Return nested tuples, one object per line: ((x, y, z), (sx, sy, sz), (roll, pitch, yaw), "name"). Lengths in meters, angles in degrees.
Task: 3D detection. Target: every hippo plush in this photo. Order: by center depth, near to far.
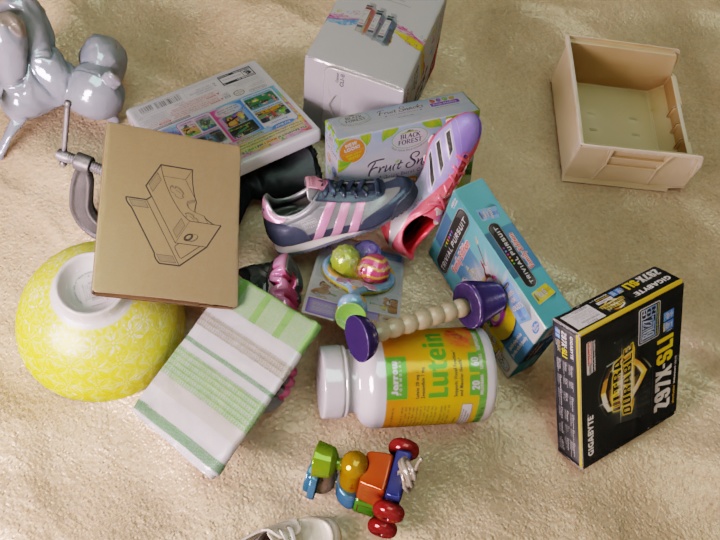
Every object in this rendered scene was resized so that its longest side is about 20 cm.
((-0.388, -0.263, 1.071), (0.158, 0.160, 0.203), (6, 60, -5), "hippo plush")

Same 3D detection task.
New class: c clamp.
((-0.282, -0.089, 0.996), (0.198, 0.172, 0.027), (24, 36, -2), "c clamp")

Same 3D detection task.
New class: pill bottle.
((0.050, 0.125, 0.961), (0.197, 0.111, 0.113), (-2, 62, -10), "pill bottle")

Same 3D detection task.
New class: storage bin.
((0.393, -0.231, 1.221), (0.195, 0.094, 0.203), (5, 61, -7), "storage bin")

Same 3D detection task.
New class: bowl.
((-0.304, 0.040, 0.951), (0.197, 0.108, 0.203), (4, 62, -7), "bowl")

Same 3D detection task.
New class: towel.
((-0.149, 0.115, 0.928), (0.148, 0.031, 0.201), (28, 74, 32), "towel")

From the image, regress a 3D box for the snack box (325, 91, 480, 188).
((0.053, -0.147, 1.088), (0.197, 0.144, 0.053), (-15, 44, -17), "snack box")

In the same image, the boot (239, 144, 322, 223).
((-0.131, -0.106, 1.075), (0.165, 0.077, 0.202), (-5, 57, -8), "boot")

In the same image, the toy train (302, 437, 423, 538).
((-0.001, 0.207, 0.861), (0.114, 0.201, 0.086), (15, 60, 4), "toy train")

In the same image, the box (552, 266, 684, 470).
((0.303, 0.115, 0.966), (0.158, 0.202, 0.049), (-24, 33, -22), "box")

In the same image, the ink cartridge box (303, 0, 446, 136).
((0.019, -0.290, 1.155), (0.143, 0.146, 0.202), (20, 60, 7), "ink cartridge box")

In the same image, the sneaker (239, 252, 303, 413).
((-0.125, 0.076, 0.993), (0.094, 0.079, 0.203), (-4, 59, 13), "sneaker")

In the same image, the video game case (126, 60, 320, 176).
((-0.181, -0.190, 1.080), (0.198, 0.024, 0.182), (-27, 55, -21), "video game case")

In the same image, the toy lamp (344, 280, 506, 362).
((0.078, 0.051, 0.923), (0.198, 0.058, 0.059), (-12, 64, -30), "toy lamp")

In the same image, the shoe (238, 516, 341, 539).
((-0.108, 0.314, 0.866), (0.198, 0.054, 0.071), (-19, 66, -19), "shoe")

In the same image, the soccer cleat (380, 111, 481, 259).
((0.098, -0.106, 1.051), (0.066, 0.201, 0.077), (21, 23, -40), "soccer cleat")

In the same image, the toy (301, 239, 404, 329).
((0.000, 0.000, 1.005), (0.113, 0.048, 0.201), (15, 32, -2), "toy")

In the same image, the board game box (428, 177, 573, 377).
((0.166, 0.012, 1.019), (0.046, 0.152, 0.201), (-23, 67, -20), "board game box")

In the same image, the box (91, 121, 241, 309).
((-0.217, -0.062, 0.942), (0.161, 0.021, 0.203), (7, 70, -24), "box")

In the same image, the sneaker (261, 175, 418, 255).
((-0.028, -0.086, 1.018), (0.197, 0.083, 0.071), (-21, 35, 3), "sneaker")
